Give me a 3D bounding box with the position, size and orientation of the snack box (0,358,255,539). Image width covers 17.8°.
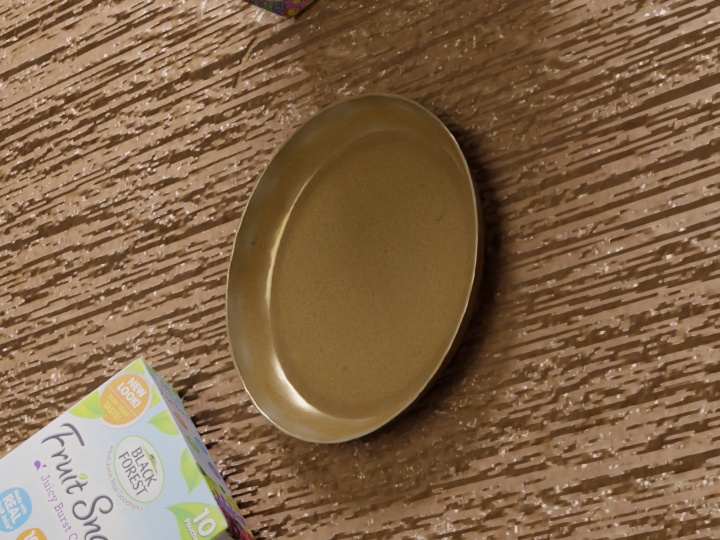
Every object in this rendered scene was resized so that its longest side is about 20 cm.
[{"bbox_3d":[-0.173,0.166,1.348,0.200,0.053,0.142,-36,53,5],"label":"snack box"}]

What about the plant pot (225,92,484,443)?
[{"bbox_3d":[0.000,0.000,1.287,0.200,0.027,0.200,-16,67,43],"label":"plant pot"}]

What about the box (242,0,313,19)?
[{"bbox_3d":[-0.054,-0.268,1.299,0.200,0.193,0.122,-35,55,35],"label":"box"}]
